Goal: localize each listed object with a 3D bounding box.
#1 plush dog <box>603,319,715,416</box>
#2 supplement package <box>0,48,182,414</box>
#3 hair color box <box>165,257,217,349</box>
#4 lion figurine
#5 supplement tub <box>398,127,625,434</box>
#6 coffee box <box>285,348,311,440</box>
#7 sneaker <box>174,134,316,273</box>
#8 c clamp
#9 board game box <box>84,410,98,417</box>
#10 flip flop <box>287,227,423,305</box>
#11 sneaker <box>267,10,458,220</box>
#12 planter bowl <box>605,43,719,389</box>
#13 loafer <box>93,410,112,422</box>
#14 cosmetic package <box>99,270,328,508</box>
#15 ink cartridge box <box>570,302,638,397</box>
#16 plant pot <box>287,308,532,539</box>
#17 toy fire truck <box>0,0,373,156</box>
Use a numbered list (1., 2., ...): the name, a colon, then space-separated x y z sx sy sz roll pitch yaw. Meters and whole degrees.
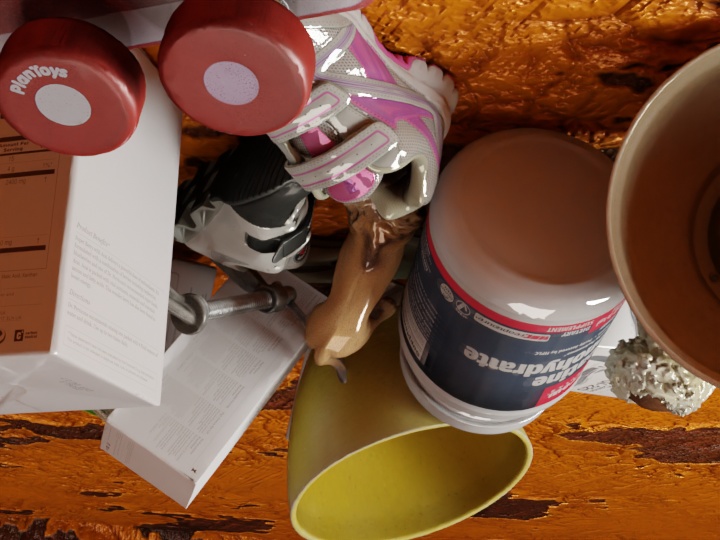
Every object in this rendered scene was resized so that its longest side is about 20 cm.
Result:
1. plush dog: 0.255 -0.002 0.858 0.199 0.161 0.172 -7 139 37
2. supplement package: -0.184 -0.030 0.692 0.119 0.201 0.121 -4 159 17
3. hair color box: -0.227 0.025 0.990 0.199 0.100 0.061 12 180 -26
4. lion figurine: 0.000 0.000 0.831 0.072 0.201 0.123 14 -166 7
5. supplement tub: 0.101 0.014 0.824 0.139 0.141 0.200 4 148 -5
6. coffee box: 0.043 0.123 1.129 0.199 0.114 0.080 16 -159 7
7. sneaker: -0.056 -0.043 0.808 0.088 0.074 0.200 37 157 -19
8. c clamp: -0.105 0.007 0.874 0.027 0.171 0.200 -48 161 17
9. board game box: -0.284 0.056 1.088 0.047 0.102 0.200 16 168 27
10. flip flop: 0.003 0.005 0.982 0.199 0.058 0.081 -2 156 22
11. sneaker: -0.014 -0.088 0.670 0.081 0.089 0.199 -22 151 39
12. planter bowl: 0.248 -0.026 0.696 0.199 0.202 0.135 -4 175 17
13. loafer: -0.187 0.040 0.923 0.075 0.201 0.068 -14 -152 -17
14. cosmetic package: -0.106 0.079 0.936 0.082 0.200 0.051 33 141 7
15. ink cartridge box: 0.189 0.049 1.050 0.199 0.085 0.146 8 161 -21
16. plant pot: 0.024 0.117 1.000 0.199 0.143 0.201 -12 145 -8
17. toy fire truck: -0.098 -0.149 0.513 0.199 0.113 0.168 -6 141 19
